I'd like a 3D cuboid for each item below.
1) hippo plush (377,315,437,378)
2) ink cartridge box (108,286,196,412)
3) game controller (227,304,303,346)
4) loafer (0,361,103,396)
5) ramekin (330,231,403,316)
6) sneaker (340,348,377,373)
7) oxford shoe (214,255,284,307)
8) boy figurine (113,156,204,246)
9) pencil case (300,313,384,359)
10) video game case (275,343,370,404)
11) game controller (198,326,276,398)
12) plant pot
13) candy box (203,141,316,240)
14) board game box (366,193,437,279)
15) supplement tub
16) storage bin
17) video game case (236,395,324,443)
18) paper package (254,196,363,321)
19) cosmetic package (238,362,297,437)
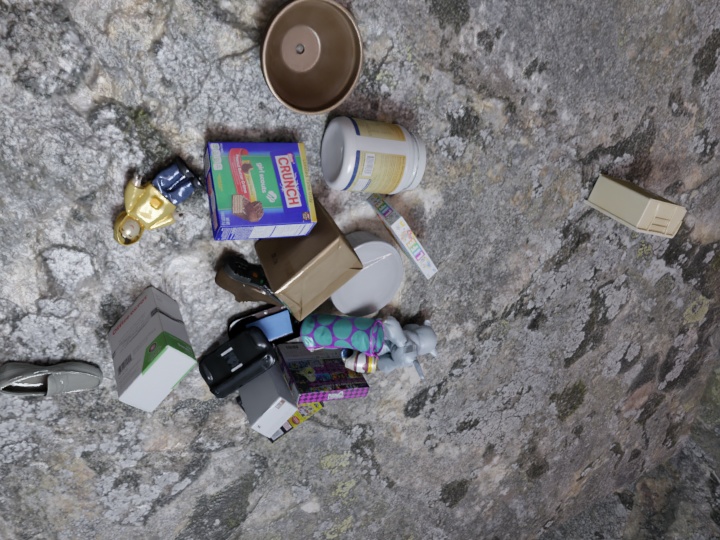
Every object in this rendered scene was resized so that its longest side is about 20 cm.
[{"bbox_3d":[0.130,0.179,1.493,0.158,0.197,0.164,-23,99,-37],"label":"hippo plush"},{"bbox_3d":[-0.428,0.155,1.125,0.146,0.201,0.084,-44,133,6],"label":"ink cartridge box"},{"bbox_3d":[-0.221,0.136,1.331,0.195,0.042,0.107,-19,127,-19],"label":"game controller"},{"bbox_3d":[-0.636,0.231,1.138,0.195,0.070,0.072,5,117,-31],"label":"loafer"},{"bbox_3d":[0.000,0.000,1.334,0.197,0.095,0.208,-14,126,-20],"label":"ramekin"},{"bbox_3d":[-0.008,0.198,1.409,0.087,0.200,0.078,6,100,-7],"label":"sneaker"},{"bbox_3d":[-0.243,0.039,1.249,0.084,0.074,0.198,-40,131,22],"label":"oxford shoe"},{"bbox_3d":[-0.398,-0.129,1.050,0.199,0.064,0.125,-40,133,-5],"label":"boy figurine"},{"bbox_3d":[-0.043,0.156,1.325,0.085,0.194,0.095,48,47,-59],"label":"pencil case"},{"bbox_3d":[-0.097,0.249,1.378,0.195,0.182,0.037,2,121,-32],"label":"video game case"},{"bbox_3d":[-0.288,0.214,1.283,0.197,0.106,0.042,-33,176,17],"label":"game controller"},{"bbox_3d":[-0.100,-0.404,1.024,0.195,0.093,0.206,-15,126,-21],"label":"plant pot"},{"bbox_3d":[-0.195,-0.156,1.080,0.194,0.175,0.077,-5,166,-28],"label":"candy box"},{"bbox_3d":[0.100,-0.082,1.312,0.034,0.135,0.201,-39,130,1],"label":"board game box"},{"bbox_3d":[0.027,-0.239,1.166,0.194,0.145,0.148,0,120,-28],"label":"supplement tub"},{"bbox_3d":[0.795,-0.187,1.595,0.193,0.200,0.096,6,116,-31],"label":"storage bin"},{"bbox_3d":[-0.211,0.355,1.486,0.178,0.026,0.203,-33,129,-7],"label":"video game case"},{"bbox_3d":[-0.117,-0.030,1.182,0.189,0.201,0.104,-39,130,1],"label":"paper package"},{"bbox_3d":[-0.230,0.284,1.314,0.101,0.201,0.074,-43,130,5],"label":"cosmetic package"}]
